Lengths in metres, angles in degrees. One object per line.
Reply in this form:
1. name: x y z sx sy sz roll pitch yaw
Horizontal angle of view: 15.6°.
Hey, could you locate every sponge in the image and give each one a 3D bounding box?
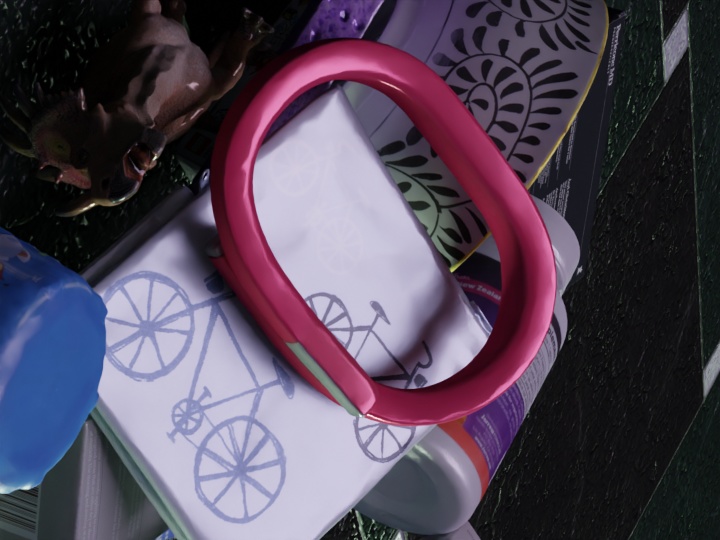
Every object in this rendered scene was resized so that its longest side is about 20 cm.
1. sponge: -0.026 -0.106 1.326 0.201 0.030 0.112 -57 -173 -4

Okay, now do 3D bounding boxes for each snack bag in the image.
1. snack bag: -0.039 0.032 1.273 0.200 0.021 0.189 -42 115 -19

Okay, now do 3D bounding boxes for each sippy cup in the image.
1. sippy cup: -0.183 0.029 1.109 0.178 0.130 0.140 -40 142 -50

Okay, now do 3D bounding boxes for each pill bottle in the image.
1. pill bottle: 0.056 0.048 1.564 0.200 0.111 0.112 -59 155 -34

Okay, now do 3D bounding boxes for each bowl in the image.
1. bowl: 0.032 -0.090 1.382 0.201 0.094 0.201 -48 -163 20

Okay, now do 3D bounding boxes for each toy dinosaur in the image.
1. toy dinosaur: -0.112 -0.079 1.252 0.136 0.086 0.200 -55 177 -8

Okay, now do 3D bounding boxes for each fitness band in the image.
1. fitness band: 0.010 -0.016 1.255 0.144 0.037 0.200 -45 110 -18

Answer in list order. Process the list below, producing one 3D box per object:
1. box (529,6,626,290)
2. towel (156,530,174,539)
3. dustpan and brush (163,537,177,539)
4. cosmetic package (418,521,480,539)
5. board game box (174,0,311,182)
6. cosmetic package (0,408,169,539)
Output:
1. box: 0.102 -0.070 1.743 0.141 0.079 0.201 -32 136 -52
2. towel: -0.135 0.210 1.500 0.200 0.024 0.145 -46 148 -46
3. dustpan and brush: -0.096 0.158 1.325 0.140 0.199 0.058 -89 166 -79
4. cosmetic package: -0.013 0.233 1.558 0.085 0.199 0.108 58 33 -7
5. board game box: -0.016 -0.103 1.462 0.200 0.035 0.126 -53 151 -15
6. cosmetic package: -0.122 0.074 1.345 0.200 0.090 0.107 -35 137 -58
